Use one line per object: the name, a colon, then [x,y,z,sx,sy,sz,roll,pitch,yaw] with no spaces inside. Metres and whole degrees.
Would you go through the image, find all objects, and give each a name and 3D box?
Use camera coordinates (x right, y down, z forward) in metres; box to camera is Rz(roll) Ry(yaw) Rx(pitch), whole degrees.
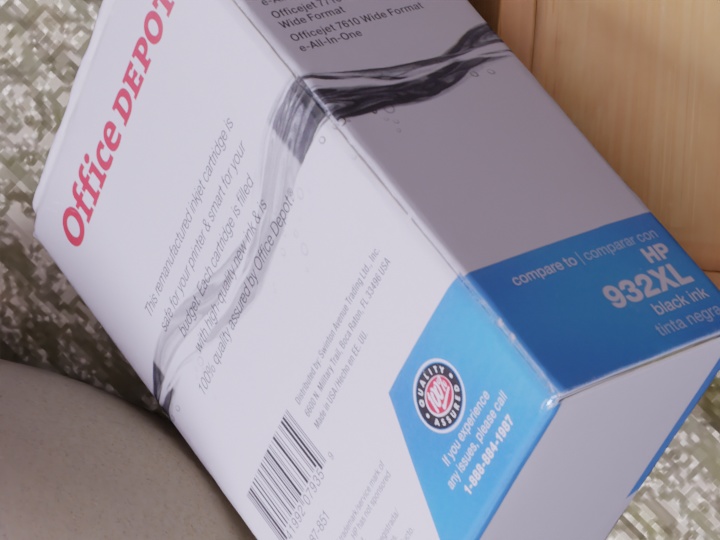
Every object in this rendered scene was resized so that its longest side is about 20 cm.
ink cartridge box: [0.000,0.000,0.826,0.200,0.083,0.145,51,138,24]
plant pot: [-0.090,0.121,0.880,0.134,0.200,0.202,-3,98,-20]
soap dish: [0.108,-0.076,0.869,0.156,0.081,0.201,5,97,7]
